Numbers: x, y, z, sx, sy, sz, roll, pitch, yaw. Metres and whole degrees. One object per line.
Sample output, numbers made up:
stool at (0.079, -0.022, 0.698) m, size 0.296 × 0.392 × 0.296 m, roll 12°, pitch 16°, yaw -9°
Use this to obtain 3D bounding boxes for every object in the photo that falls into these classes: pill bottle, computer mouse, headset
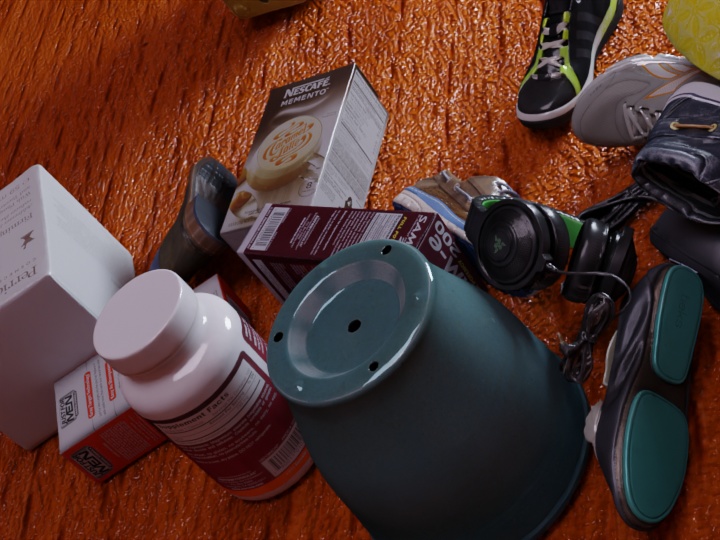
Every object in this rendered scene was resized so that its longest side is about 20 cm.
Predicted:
pill bottle at (-0.122, 0.092, 0.935) m, size 0.112 × 0.200 × 0.114 m, roll -21°, pitch 42°, yaw 20°
computer mouse at (0.238, -0.018, 0.877) m, size 0.140 × 0.046 × 0.201 m, roll -34°, pitch 39°, yaw 5°
headset at (0.141, 0.002, 0.835) m, size 0.200 × 0.122 × 0.095 m, roll -114°, pitch 38°, yaw -69°

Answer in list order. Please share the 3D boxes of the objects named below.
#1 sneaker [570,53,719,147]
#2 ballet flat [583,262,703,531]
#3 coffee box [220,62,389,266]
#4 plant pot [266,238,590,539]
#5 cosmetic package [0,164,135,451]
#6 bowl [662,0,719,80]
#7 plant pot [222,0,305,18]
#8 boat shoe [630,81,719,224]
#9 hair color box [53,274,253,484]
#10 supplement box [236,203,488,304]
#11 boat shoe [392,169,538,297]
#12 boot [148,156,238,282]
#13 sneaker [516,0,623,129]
sneaker at (0.259, -0.131, 0.930) m, size 0.199 × 0.076 × 0.092 m, roll -9°, pitch 29°, yaw 33°
ballet flat at (0.195, 0.089, 0.802) m, size 0.073 × 0.073 × 0.201 m, roll -4°, pitch 56°, yaw 36°
coffee box at (-0.053, -0.101, 1.160) m, size 0.114 × 0.080 × 0.201 m, roll -12°, pitch 47°, yaw 31°
plant pot at (0.036, 0.086, 0.821) m, size 0.199 × 0.188 × 0.201 m, roll -23°, pitch 42°, yaw 23°
cosmetic package at (-0.338, 0.037, 1.188) m, size 0.167 × 0.167 × 0.201 m, roll -33°, pitch 40°, yaw 7°
bowl at (0.340, -0.217, 0.866) m, size 0.198 × 0.108 × 0.201 m, roll 4°, pitch 38°, yaw -3°
plant pot at (-0.117, -0.439, 1.458) m, size 0.194 × 0.194 × 0.201 m, roll -8°, pitch 54°, yaw 33°
boat shoe at (0.296, -0.061, 0.817) m, size 0.199 × 0.071 × 0.091 m, roll 24°, pitch 58°, yaw 25°
hair color box at (-0.193, 0.103, 1.093) m, size 0.199 × 0.061 × 0.102 m, roll -33°, pitch 39°, yaw 7°
supplement box at (0.000, 0.000, 1.000) m, size 0.199 × 0.109 × 0.061 m, roll 6°, pitch 56°, yaw 41°
boat shoe at (0.103, -0.045, 0.990) m, size 0.072 × 0.072 × 0.200 m, roll -44°, pitch 39°, yaw -8°
boot at (-0.178, -0.050, 1.211) m, size 0.097 × 0.075 × 0.200 m, roll -44°, pitch 17°, yaw 18°
sneaker at (0.186, -0.224, 1.086) m, size 0.071 × 0.083 × 0.201 m, roll 0°, pitch 53°, yaw 39°
